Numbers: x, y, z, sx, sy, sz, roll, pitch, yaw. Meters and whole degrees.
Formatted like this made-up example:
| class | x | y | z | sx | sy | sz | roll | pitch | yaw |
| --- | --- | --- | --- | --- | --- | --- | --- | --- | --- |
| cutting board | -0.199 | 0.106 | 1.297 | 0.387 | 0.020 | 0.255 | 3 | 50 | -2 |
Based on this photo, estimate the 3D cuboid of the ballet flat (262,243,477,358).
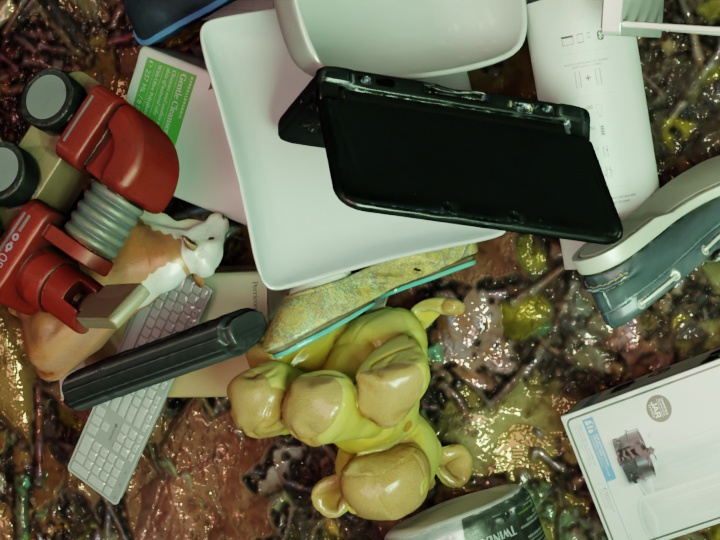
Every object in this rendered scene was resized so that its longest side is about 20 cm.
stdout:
| class | x | y | z | sx | sy | sz | roll | pitch | yaw |
| --- | --- | --- | --- | --- | --- | --- | --- | --- | --- |
| ballet flat | 0.000 | 0.000 | 1.318 | 0.071 | 0.199 | 0.071 | 40 | 144 | 39 |

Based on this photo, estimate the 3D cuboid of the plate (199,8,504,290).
| class | x | y | z | sx | sy | sz | roll | pitch | yaw |
| --- | --- | --- | --- | --- | --- | --- | --- | --- | --- |
| plate | -0.007 | -0.101 | 1.289 | 0.198 | 0.032 | 0.202 | -14 | 87 | -20 |

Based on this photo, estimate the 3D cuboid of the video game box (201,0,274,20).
| class | x | y | z | sx | sy | sz | roll | pitch | yaw |
| --- | --- | --- | --- | --- | --- | --- | --- | --- | --- |
| video game box | -0.086 | -0.288 | 1.375 | 0.198 | 0.047 | 0.184 | 7 | 101 | 25 |

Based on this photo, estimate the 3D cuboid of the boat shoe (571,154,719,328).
| class | x | y | z | sx | sy | sz | roll | pitch | yaw |
| --- | --- | --- | --- | --- | --- | --- | --- | --- | --- |
| boat shoe | 0.236 | -0.028 | 1.230 | 0.075 | 0.199 | 0.062 | -6 | 112 | 57 |

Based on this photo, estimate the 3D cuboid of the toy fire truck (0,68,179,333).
| class | x | y | z | sx | sy | sz | roll | pitch | yaw |
| --- | --- | --- | --- | --- | --- | --- | --- | --- | --- |
| toy fire truck | -0.194 | -0.033 | 1.277 | 0.199 | 0.129 | 0.177 | 34 | 89 | 25 |

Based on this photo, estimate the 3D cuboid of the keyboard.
| class | x | y | z | sx | sy | sz | roll | pitch | yaw |
| --- | --- | --- | --- | --- | --- | --- | --- | --- | --- |
| keyboard | -0.178 | 0.089 | 1.404 | 0.056 | 0.011 | 0.201 | 30 | 105 | 16 |

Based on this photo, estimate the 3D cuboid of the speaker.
| class | x | y | z | sx | sy | sz | roll | pitch | yaw |
| --- | --- | --- | --- | --- | --- | --- | --- | --- | --- |
| speaker | 0.173 | -0.102 | 1.284 | 0.080 | 0.081 | 0.202 | -9 | 93 | 22 |

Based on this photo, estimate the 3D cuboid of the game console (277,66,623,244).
| class | x | y | z | sx | sy | sz | roll | pitch | yaw |
| --- | --- | --- | --- | --- | --- | --- | --- | --- | --- |
| game console | 0.054 | -0.062 | 1.189 | 0.198 | 0.176 | 0.118 | 8 | 74 | -17 |

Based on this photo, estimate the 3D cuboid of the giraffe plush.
| class | x | y | z | sx | sy | sz | roll | pitch | yaw |
| --- | --- | --- | --- | --- | --- | --- | --- | --- | --- |
| giraffe plush | 0.006 | 0.120 | 1.341 | 0.171 | 0.200 | 0.164 | 0 | 114 | 29 |

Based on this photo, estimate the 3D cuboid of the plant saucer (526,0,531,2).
| class | x | y | z | sx | sy | sz | roll | pitch | yaw |
| --- | --- | --- | --- | --- | --- | --- | --- | --- | --- |
| plant saucer | 0.089 | -0.280 | 1.318 | 0.199 | 0.039 | 0.203 | 3 | 98 | 21 |

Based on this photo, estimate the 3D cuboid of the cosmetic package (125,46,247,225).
| class | x | y | z | sx | sy | sz | roll | pitch | yaw |
| --- | --- | --- | --- | --- | --- | --- | --- | --- | --- |
| cosmetic package | -0.087 | -0.096 | 1.385 | 0.198 | 0.085 | 0.109 | 21 | 100 | 19 |

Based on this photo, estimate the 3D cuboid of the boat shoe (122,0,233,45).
| class | x | y | z | sx | sy | sz | roll | pitch | yaw |
| --- | --- | --- | --- | --- | --- | --- | --- | --- | --- |
| boat shoe | -0.108 | -0.236 | 1.320 | 0.199 | 0.084 | 0.069 | -24 | 97 | 24 |

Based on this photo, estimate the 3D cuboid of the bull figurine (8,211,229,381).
| class | x | y | z | sx | sy | sz | roll | pitch | yaw |
| --- | --- | --- | --- | --- | --- | --- | --- | --- | --- |
| bull figurine | -0.195 | -0.002 | 1.369 | 0.199 | 0.065 | 0.122 | -39 | 57 | 13 |

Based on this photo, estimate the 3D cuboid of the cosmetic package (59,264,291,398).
| class | x | y | z | sx | sy | sz | roll | pitch | yaw |
| --- | --- | --- | --- | --- | --- | --- | --- | --- | --- |
| cosmetic package | -0.148 | 0.050 | 1.432 | 0.198 | 0.071 | 0.106 | -3 | 95 | 22 |

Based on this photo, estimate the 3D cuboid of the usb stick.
| class | x | y | z | sx | sy | sz | roll | pitch | yaw |
| --- | --- | --- | --- | --- | --- | --- | --- | --- | --- |
| usb stick | -0.153 | 0.069 | 1.334 | 0.199 | 0.055 | 0.033 | -21 | 92 | 39 |

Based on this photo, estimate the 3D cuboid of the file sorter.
| class | x | y | z | sx | sy | sz | roll | pitch | yaw |
| --- | --- | --- | --- | --- | --- | --- | --- | --- | --- |
| file sorter | 0.242 | -0.225 | 1.182 | 0.123 | 0.200 | 0.140 | 6 | 99 | 16 |

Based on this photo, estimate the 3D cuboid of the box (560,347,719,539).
| class | x | y | z | sx | sy | sz | roll | pitch | yaw |
| --- | --- | --- | --- | --- | --- | --- | --- | --- | --- |
| box | 0.262 | 0.121 | 1.287 | 0.198 | 0.060 | 0.118 | -21 | 89 | 22 |

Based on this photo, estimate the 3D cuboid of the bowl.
| class | x | y | z | sx | sy | sz | roll | pitch | yaw |
| --- | --- | --- | --- | --- | --- | --- | --- | --- | --- |
| bowl | 0.013 | -0.228 | 1.246 | 0.074 | 0.198 | 0.202 | -17 | 84 | 59 |

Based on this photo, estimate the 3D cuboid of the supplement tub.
| class | x | y | z | sx | sy | sz | roll | pitch | yaw |
| --- | --- | --- | --- | --- | --- | --- | --- | --- | --- |
| supplement tub | 0.103 | 0.276 | 1.335 | 0.122 | 0.122 | 0.202 | -19 | 89 | 22 |
